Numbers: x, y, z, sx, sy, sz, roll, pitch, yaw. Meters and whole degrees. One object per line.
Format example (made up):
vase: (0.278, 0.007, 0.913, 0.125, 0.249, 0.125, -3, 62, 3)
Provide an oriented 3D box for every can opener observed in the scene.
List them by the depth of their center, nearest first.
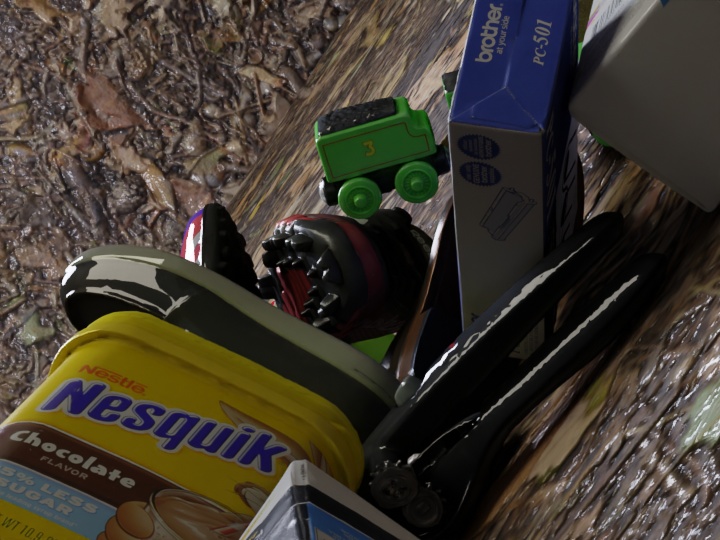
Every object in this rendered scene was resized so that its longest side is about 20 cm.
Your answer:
can opener: (0.058, 0.050, 1.065, 0.200, 0.063, 0.079, -52, 8, 25)

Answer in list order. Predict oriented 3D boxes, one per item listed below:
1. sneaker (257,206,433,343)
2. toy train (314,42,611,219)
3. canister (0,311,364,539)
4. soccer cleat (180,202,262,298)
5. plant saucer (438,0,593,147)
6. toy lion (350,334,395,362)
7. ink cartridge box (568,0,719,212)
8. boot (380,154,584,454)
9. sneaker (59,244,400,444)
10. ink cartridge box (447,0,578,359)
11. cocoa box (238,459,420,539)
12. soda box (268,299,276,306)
sneaker: (0.000, 0.000, 1.268, 0.098, 0.071, 0.200, -22, -7, -7)
toy train: (0.071, -0.078, 1.183, 0.200, 0.057, 0.042, -16, 22, 4)
canister: (-0.096, 0.109, 0.986, 0.087, 0.148, 0.200, -68, -8, 27)
soccer cleat: (-0.092, 0.055, 1.249, 0.073, 0.068, 0.200, -11, 60, 16)
plant saucer: (0.126, -0.120, 1.310, 0.200, 0.035, 0.200, -42, -4, -3)
toy lion: (-0.040, 0.109, 1.468, 0.200, 0.069, 0.192, -53, 1, 15)
ink cartridge box: (0.175, -0.140, 1.070, 0.145, 0.085, 0.200, -51, 10, 29)
boot: (0.050, 0.013, 1.230, 0.097, 0.075, 0.200, -40, 19, 54)
sneaker: (-0.086, 0.062, 1.149, 0.106, 0.200, 0.075, -54, -30, -25)
ink cartridge box: (0.072, -0.047, 1.077, 0.200, 0.044, 0.094, 82, -161, -59)
cocoa box: (-0.022, 0.186, 0.727, 0.200, 0.133, 0.131, -55, 8, 5)
soda box: (-0.061, 0.083, 1.634, 0.200, 0.068, 0.064, -58, 9, -12)
